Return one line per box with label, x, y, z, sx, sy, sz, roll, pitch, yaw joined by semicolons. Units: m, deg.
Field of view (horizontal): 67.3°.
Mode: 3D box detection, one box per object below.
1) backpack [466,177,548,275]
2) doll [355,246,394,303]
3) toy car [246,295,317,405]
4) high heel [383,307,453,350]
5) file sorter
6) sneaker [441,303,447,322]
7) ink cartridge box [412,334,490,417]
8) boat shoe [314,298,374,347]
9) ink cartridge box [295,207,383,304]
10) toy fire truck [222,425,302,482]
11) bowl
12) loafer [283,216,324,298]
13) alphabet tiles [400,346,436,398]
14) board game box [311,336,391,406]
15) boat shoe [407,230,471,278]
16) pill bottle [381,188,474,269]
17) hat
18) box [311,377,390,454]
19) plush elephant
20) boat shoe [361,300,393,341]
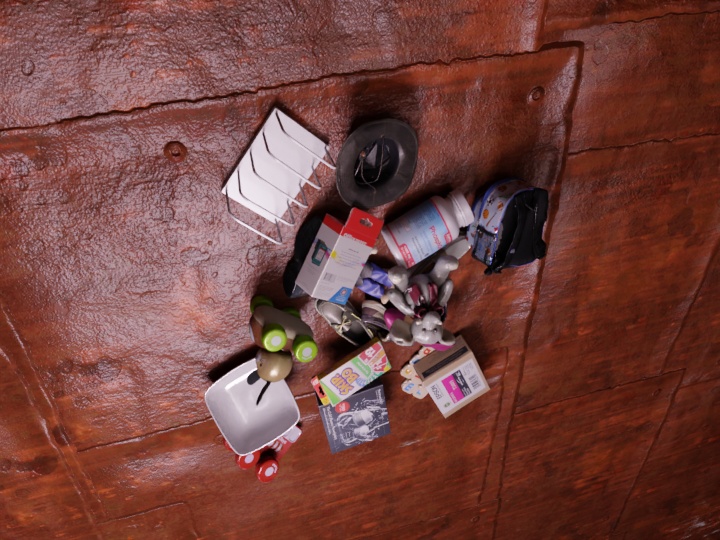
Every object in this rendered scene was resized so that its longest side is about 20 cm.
backpack;0.342;-0.112;1.241;0.196;0.154;0.195;-14;130;-34
doll;0.000;0.000;1.267;0.197;0.049;0.137;28;119;-25
toy car;-0.209;0.193;1.230;0.155;0.164;0.204;24;102;-30
high heel;0.146;0.140;1.324;0.197;0.069;0.095;29;156;-36
file sorter;-0.158;-0.176;1.048;0.137;0.126;0.201;28;111;-31
sneaker;0.180;0.119;1.388;0.069;0.084;0.205;-3;124;-16
ink cartridge box;0.261;0.302;1.528;0.162;0.076;0.202;-33;130;2
boat shoe;-0.034;0.126;1.333;0.072;0.061;0.201;-42;126;12
ink cartridge box;-0.043;-0.040;1.152;0.115;0.067;0.204;17;103;-50
toy fire truck;-0.263;0.448;1.455;0.169;0.111;0.201;-50;128;-13
bowl;-0.263;0.324;1.342;0.196;0.075;0.204;-30;96;1
loafer;-0.110;-0.029;1.205;0.071;0.073;0.203;1;128;-36
alphabet tiles;0.208;0.285;1.551;0.193;0.015;0.201;31;109;-35
board game box;-0.022;0.258;1.351;0.196;0.030;0.097;-30;122;-8
boat shoe;0.190;-0.016;1.310;0.197;0.069;0.075;-35;127;6
pill bottle;0.152;-0.096;1.217;0.196;0.110;0.110;-31;127;3
hat;0.021;-0.225;1.098;0.196;0.081;0.206;-17;126;-24
box;-0.023;0.371;1.473;0.177;0.105;0.205;-17;127;-8
plush elephant;0.143;0.091;1.211;0.159;0.158;0.202;-8;146;-14
boat shoe;0.067;0.147;1.361;0.199;0.071;0.066;42;61;-37
